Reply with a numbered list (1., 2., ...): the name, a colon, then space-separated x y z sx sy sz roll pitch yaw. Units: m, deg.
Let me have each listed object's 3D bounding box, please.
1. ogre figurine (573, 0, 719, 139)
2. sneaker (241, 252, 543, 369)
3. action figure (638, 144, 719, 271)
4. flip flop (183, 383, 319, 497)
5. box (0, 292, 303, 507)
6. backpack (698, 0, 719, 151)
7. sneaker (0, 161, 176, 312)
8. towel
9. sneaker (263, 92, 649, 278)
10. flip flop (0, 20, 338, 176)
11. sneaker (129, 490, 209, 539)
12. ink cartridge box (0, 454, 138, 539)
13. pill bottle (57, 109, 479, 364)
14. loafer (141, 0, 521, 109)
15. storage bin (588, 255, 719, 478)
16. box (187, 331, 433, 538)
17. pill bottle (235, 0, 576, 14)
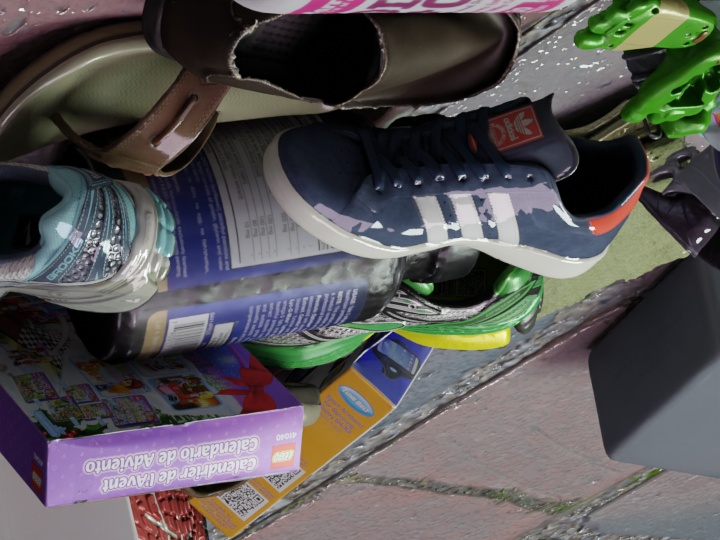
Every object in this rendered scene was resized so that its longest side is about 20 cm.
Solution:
1. ogre figurine: 0.125 -0.144 1.299 0.098 0.121 0.200 -24 156 22
2. sneaker: 0.000 0.000 1.561 0.198 0.079 0.085 -6 158 -2
3. action figure: 0.241 -0.088 1.566 0.200 0.069 0.130 -46 153 9
4. flip flop: -0.081 0.096 1.614 0.081 0.058 0.200 -2 173 -28
5. box: -0.132 0.052 1.471 0.136 0.200 0.039 -7 116 -26
6. backpack: 0.242 -0.128 1.419 0.199 0.127 0.166 -29 159 31
7. sneaker: -0.188 -0.023 1.356 0.199 0.078 0.086 -7 159 29
8. towel: 0.124 -0.033 1.664 0.148 0.037 0.200 -23 156 7
9. sneaker: 0.051 -0.052 1.385 0.199 0.075 0.085 5 143 -34
10. flip flop: -0.083 -0.075 1.372 0.199 0.058 0.081 -7 155 -24
11. sneaker: -0.141 0.153 1.789 0.082 0.078 0.200 -10 173 1
12. ink cartridge box: -0.211 0.172 1.645 0.144 0.148 0.200 -10 158 -17
13. pill bottle: -0.045 -0.023 1.453 0.199 0.112 0.112 -9 156 -21
14. loafer: -0.003 -0.100 1.332 0.199 0.071 0.073 -2 122 -33
15. storage bin: 0.243 0.068 1.873 0.133 0.146 0.200 5 150 -24
16. box: -0.012 0.068 1.695 0.200 0.041 0.119 -38 -168 43
17. pill bottle: -0.001 -0.160 1.170 0.199 0.114 0.113 -4 153 -32
